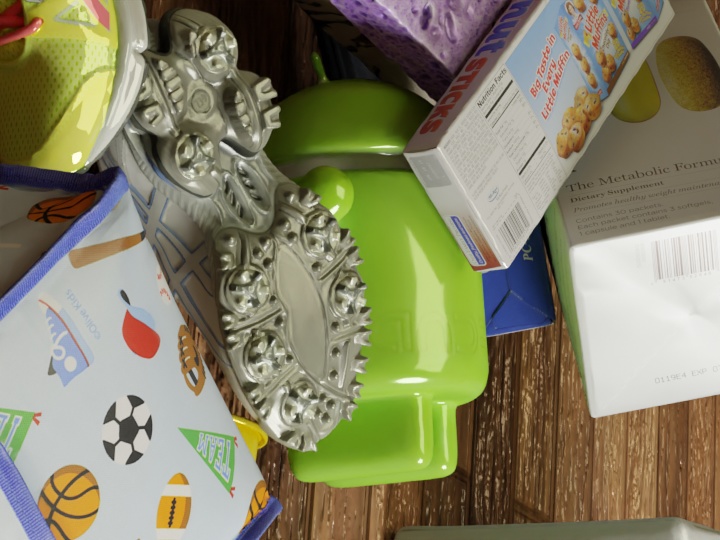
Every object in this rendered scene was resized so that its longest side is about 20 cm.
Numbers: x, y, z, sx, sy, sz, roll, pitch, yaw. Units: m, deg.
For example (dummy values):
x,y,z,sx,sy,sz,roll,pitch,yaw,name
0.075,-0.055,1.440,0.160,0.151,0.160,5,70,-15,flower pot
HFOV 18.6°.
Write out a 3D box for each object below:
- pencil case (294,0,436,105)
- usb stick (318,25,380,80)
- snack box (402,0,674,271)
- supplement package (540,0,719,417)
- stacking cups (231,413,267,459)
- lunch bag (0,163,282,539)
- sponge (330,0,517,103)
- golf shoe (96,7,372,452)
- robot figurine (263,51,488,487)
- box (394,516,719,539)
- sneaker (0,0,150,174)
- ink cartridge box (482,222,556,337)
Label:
x,y,z,sx,sy,sz,roll,pitch,yaw,name
0.001,-0.147,1.086,0.200,0.089,0.078,39,69,-38,pencil case
0.006,-0.102,1.179,0.055,0.032,0.201,-43,123,-56,usb stick
0.089,-0.092,1.049,0.072,0.024,0.200,57,49,-26,snack box
0.147,-0.038,1.125,0.201,0.113,0.110,-100,179,-53,supplement package
-0.081,0.159,0.928,0.060,0.060,0.201,41,50,-53,stacking cups
-0.137,0.084,0.773,0.200,0.123,0.171,-48,128,-38,lunch bag
0.027,-0.157,1.027,0.200,0.030,0.112,40,58,-36,sponge
-0.063,-0.017,0.951,0.078,0.097,0.201,-32,111,-33,golf shoe
0.000,0.000,1.051,0.175,0.115,0.201,23,61,-69,robot figurine
0.132,0.243,1.205,0.200,0.170,0.200,21,67,-60,box
-0.141,-0.131,0.866,0.090,0.078,0.201,8,73,-52,sneaker
0.073,-0.030,1.201,0.200,0.044,0.095,-79,159,-81,ink cartridge box
